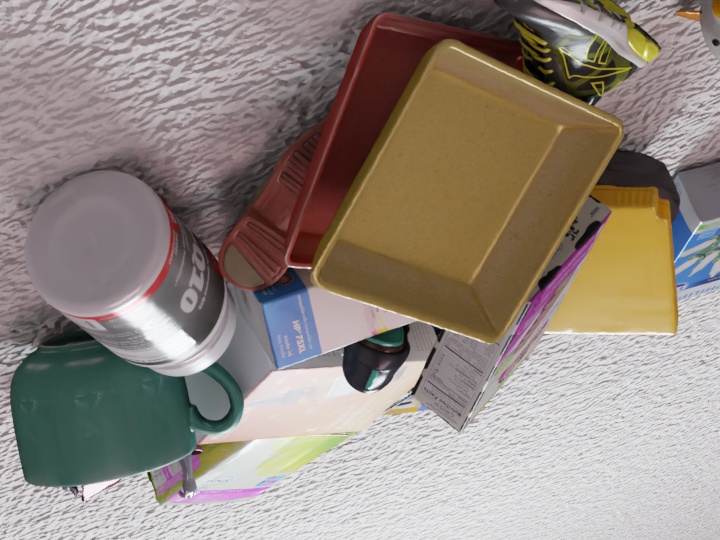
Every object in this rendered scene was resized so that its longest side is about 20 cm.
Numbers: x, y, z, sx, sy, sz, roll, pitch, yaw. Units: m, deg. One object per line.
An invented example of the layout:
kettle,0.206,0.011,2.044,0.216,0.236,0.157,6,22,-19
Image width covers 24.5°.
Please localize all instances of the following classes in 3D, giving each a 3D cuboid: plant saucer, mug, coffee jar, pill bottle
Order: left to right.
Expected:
mug,-0.214,0.108,1.447,0.184,0.115,0.152,-15,-172,-33
pill bottle,-0.171,0.009,1.297,0.113,0.114,0.200,-23,157,6
plant saucer,0.041,-0.094,1.246,0.199,0.037,0.200,4,115,-42
plant saucer,0.071,-0.060,1.217,0.199,0.048,0.200,18,107,-40
coffee jar,0.206,-0.030,1.546,0.104,0.086,0.200,-4,152,-32

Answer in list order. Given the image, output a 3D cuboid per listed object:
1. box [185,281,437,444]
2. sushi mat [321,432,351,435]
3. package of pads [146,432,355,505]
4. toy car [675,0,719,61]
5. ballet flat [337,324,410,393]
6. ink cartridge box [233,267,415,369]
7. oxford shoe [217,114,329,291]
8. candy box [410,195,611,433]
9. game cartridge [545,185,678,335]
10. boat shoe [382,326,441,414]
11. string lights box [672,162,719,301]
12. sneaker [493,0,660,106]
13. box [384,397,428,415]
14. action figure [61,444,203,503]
box,-0.052,0.078,1.549,0.199,0.107,0.152,-1,151,-37
sushi mat,-0.098,0.123,1.625,0.199,0.096,0.012,4,136,-43
package of pads,-0.120,0.183,1.774,0.200,0.068,0.154,-36,153,32
toy car,0.308,-0.196,1.226,0.176,0.185,0.200,3,176,-42
ballet flat,0.014,0.046,1.454,0.073,0.200,0.073,2,116,4
ink cartridge box,0.000,0.000,1.386,0.199,0.116,0.067,-18,119,-12
oxford shoe,-0.040,-0.073,1.307,0.071,0.074,0.200,42,112,-15
candy box,0.125,0.030,1.402,0.136,0.061,0.200,-44,165,-36
game cartridge,0.180,-0.008,1.480,0.199,0.033,0.177,0,139,14
boat shoe,0.054,0.093,1.633,0.071,0.091,0.200,33,113,-26
string lights box,0.345,-0.038,1.672,0.102,0.059,0.200,-15,156,-15
sneaker,0.149,-0.163,1.201,0.085,0.075,0.200,-51,147,17
box,0.069,0.097,1.772,0.119,0.042,0.200,-3,153,-34
action figure,-0.212,0.145,1.624,0.200,0.134,0.149,-30,115,-7
